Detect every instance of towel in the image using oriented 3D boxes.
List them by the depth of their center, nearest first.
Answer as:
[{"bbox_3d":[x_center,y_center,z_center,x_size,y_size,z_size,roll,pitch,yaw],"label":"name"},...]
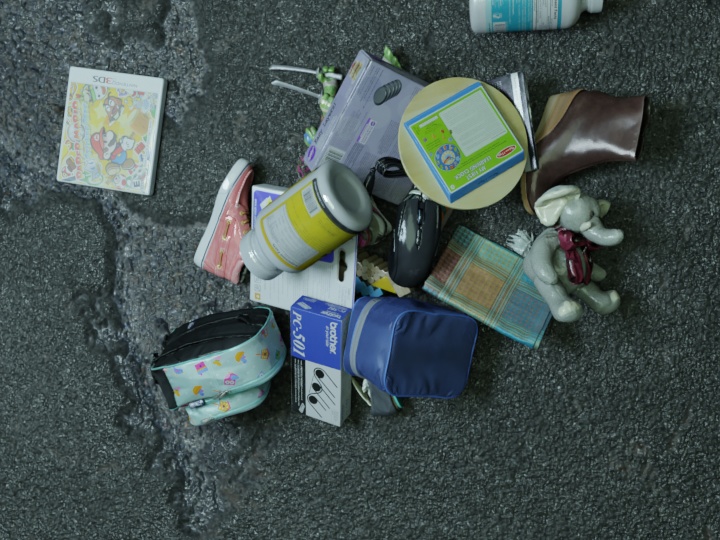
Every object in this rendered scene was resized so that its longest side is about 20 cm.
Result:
[{"bbox_3d":[0.212,0.023,1.307,0.198,0.022,0.147,29,56,8],"label":"towel"}]

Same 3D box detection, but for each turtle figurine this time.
[{"bbox_3d":[-0.033,-0.295,1.326,0.192,0.144,0.202,-31,89,6],"label":"turtle figurine"}]

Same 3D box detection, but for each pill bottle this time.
[{"bbox_3d":[-0.085,-0.066,1.243,0.199,0.112,0.113,-32,86,32],"label":"pill bottle"},{"bbox_3d":[0.266,-0.423,1.277,0.197,0.111,0.113,-1,92,10],"label":"pill bottle"}]

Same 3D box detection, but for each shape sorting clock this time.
[{"bbox_3d":[0.152,-0.188,1.243,0.196,0.039,0.203,2,76,-7],"label":"shape sorting clock"}]

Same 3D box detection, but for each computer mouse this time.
[{"bbox_3d":[0.060,-0.070,1.262,0.138,0.046,0.203,11,107,-10],"label":"computer mouse"}]

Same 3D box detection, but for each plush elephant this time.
[{"bbox_3d":[0.322,-0.042,1.252,0.201,0.163,0.156,51,125,35],"label":"plush elephant"}]

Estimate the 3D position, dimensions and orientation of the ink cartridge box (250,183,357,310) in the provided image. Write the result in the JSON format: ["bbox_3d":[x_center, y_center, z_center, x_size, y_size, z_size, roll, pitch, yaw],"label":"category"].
[{"bbox_3d":[-0.086,-0.026,1.345,0.197,0.043,0.201,14,112,25],"label":"ink cartridge box"}]

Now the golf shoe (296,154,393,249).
[{"bbox_3d":[-0.030,-0.116,1.374,0.201,0.091,0.073,51,135,21],"label":"golf shoe"}]

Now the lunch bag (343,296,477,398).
[{"bbox_3d":[0.077,0.114,1.303,0.132,0.198,0.138,19,96,52],"label":"lunch bag"}]

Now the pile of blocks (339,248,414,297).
[{"bbox_3d":[0.000,0.000,1.376,0.198,0.062,0.083,25,109,17],"label":"pile of blocks"}]

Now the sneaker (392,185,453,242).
[{"bbox_3d":[0.110,-0.113,1.313,0.071,0.080,0.202,30,111,23],"label":"sneaker"}]

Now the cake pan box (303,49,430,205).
[{"bbox_3d":[0.032,-0.210,1.291,0.182,0.052,0.202,16,114,-32],"label":"cake pan box"}]

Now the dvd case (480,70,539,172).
[{"bbox_3d":[0.176,-0.214,1.316,0.198,0.016,0.151,-8,90,34],"label":"dvd case"}]

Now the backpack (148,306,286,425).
[{"bbox_3d":[-0.216,0.147,1.365,0.198,0.176,0.155,-24,104,12],"label":"backpack"}]

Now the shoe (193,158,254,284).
[{"bbox_3d":[-0.201,-0.079,1.406,0.090,0.071,0.202,26,102,8],"label":"shoe"}]

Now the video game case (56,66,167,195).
[{"bbox_3d":[-0.435,-0.244,1.467,0.179,0.023,0.203,9,94,11],"label":"video game case"}]

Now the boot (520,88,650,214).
[{"bbox_3d":[0.335,-0.175,1.261,0.165,0.072,0.203,14,88,43],"label":"boot"}]

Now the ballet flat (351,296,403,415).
[{"bbox_3d":[0.007,0.145,1.374,0.072,0.073,0.203,-20,91,11],"label":"ballet flat"}]

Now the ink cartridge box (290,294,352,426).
[{"bbox_3d":[-0.063,0.146,1.350,0.093,0.044,0.203,14,120,22],"label":"ink cartridge box"}]
